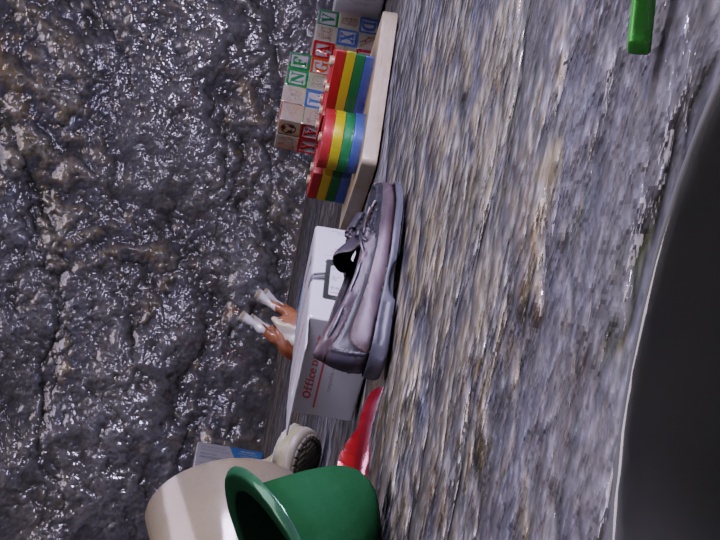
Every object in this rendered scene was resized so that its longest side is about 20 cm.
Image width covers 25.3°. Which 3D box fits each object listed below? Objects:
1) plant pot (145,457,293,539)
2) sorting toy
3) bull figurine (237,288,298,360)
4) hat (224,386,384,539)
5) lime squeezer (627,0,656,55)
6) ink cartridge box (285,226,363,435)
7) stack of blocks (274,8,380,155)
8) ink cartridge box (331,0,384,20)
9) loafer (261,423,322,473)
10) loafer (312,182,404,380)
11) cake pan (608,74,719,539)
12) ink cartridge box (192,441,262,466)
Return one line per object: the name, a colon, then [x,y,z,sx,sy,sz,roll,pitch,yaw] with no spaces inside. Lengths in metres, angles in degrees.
plant pot: [-0.135,0.341,1.744,0.201,0.186,0.188,-102,19,-44]
sorting toy: [-0.016,-0.178,1.911,0.199,0.069,0.201,111,168,-66]
bull figurine: [-0.084,0.073,1.980,0.065,0.121,0.200,-57,-3,-6]
hat: [0.009,0.179,1.197,0.201,0.175,0.166,59,158,17]
lime squeezer: [0.120,-0.188,0.600,0.071,0.037,0.201,33,-118,-61]
ink cartridge box: [-0.027,0.061,1.547,0.201,0.067,0.117,-87,8,-56]
stack of blocks: [-0.042,-0.246,2.097,0.059,0.114,0.201,107,172,-55]
ink cartridge box: [0.013,-0.430,2.115,0.200,0.066,0.116,107,172,-56]
loafer: [-0.096,0.243,1.873,0.076,0.068,0.201,-46,-20,-39]
loafer: [0.000,0.000,1.385,0.072,0.063,0.201,107,172,-53]
cake pan: [0.096,0.033,0.329,0.200,0.036,0.202,-170,90,-86]
ink cartridge box: [-0.299,0.492,3.430,0.146,0.146,0.201,113,166,-66]
